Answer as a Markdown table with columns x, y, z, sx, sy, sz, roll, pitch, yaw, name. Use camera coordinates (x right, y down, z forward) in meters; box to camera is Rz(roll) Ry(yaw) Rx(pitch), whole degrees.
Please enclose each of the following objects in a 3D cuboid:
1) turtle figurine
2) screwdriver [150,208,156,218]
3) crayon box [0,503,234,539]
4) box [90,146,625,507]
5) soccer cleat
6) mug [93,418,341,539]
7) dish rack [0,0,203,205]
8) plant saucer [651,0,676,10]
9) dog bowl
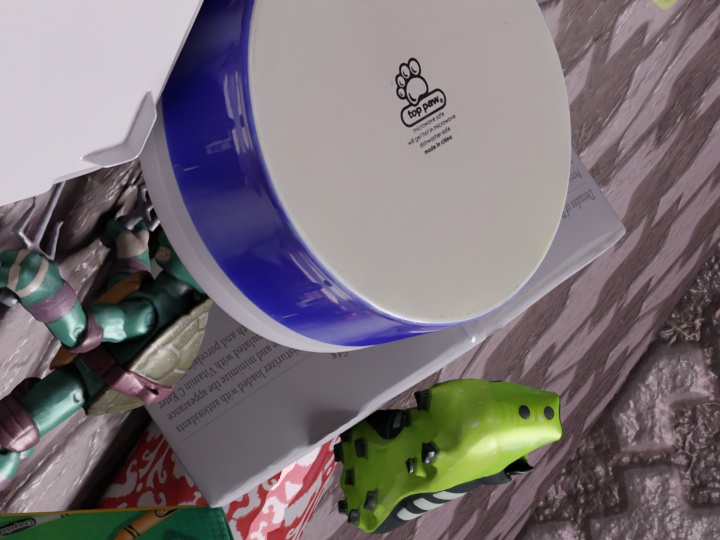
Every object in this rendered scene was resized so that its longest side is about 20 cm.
| x | y | z | sx | sy | sz | roll | pitch | yaw | name |
| --- | --- | --- | --- | --- | --- | --- | --- | --- | --- |
| -0.128 | 0.026 | 1.116 | 0.200 | 0.101 | 0.150 | -48 | 167 | 6 | turtle figurine |
| -0.057 | -0.098 | 1.157 | 0.029 | 0.028 | 0.200 | 3 | 132 | -39 | screwdriver |
| -0.171 | 0.181 | 1.220 | 0.199 | 0.058 | 0.119 | 0 | 138 | -25 | crayon box |
| 0.000 | 0.000 | 1.256 | 0.199 | 0.131 | 0.200 | -35 | 178 | 34 | box |
| 0.043 | 0.099 | 1.249 | 0.081 | 0.068 | 0.200 | 0 | 166 | -19 | soccer cleat |
| -0.097 | 0.123 | 1.475 | 0.133 | 0.178 | 0.201 | 17 | 110 | -37 | mug |
| -0.113 | -0.098 | 0.896 | 0.171 | 0.044 | 0.200 | -22 | 149 | -48 | dish rack |
| 0.138 | -0.259 | 1.166 | 0.199 | 0.048 | 0.201 | 29 | 89 | -51 | plant saucer |
| 0.001 | -0.068 | 1.053 | 0.079 | 0.201 | 0.200 | -12 | -159 | 46 | dog bowl |
